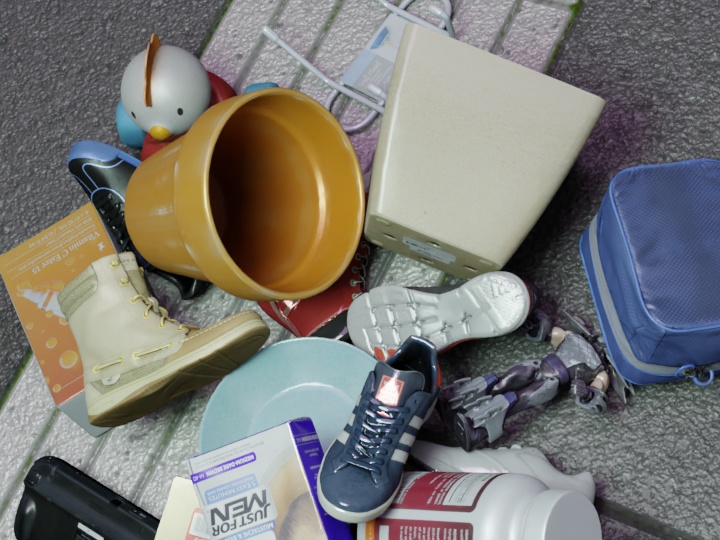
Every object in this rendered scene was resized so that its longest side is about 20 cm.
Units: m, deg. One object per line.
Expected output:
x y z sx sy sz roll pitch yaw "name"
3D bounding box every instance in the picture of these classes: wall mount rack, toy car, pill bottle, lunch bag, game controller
0.001 -0.258 1.695 0.174 0.075 0.200 31 77 27 "wall mount rack"
-0.199 -0.160 1.639 0.184 0.200 0.177 -2 65 17 "toy car"
0.103 0.232 1.343 0.200 0.113 0.113 -5 61 43 "pill bottle"
0.293 0.013 1.443 0.136 0.132 0.200 -5 63 -11 "lunch bag"
-0.264 0.266 1.535 0.200 0.042 0.105 26 112 27 "game controller"

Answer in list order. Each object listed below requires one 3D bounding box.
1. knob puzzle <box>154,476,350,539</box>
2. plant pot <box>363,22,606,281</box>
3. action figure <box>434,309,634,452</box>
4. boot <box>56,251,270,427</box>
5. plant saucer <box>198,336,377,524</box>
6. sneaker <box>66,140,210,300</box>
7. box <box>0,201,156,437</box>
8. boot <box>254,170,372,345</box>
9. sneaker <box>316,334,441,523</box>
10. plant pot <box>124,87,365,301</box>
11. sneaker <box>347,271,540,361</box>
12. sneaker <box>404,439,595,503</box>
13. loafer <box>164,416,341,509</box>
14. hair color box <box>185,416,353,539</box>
-0.118 0.315 1.465 0.219 0.030 0.220 0 84 0 "knob puzzle"
0.098 -0.096 1.500 0.199 0.200 0.177 22 81 1 "plant pot"
0.171 0.101 1.464 0.200 0.069 0.130 -27 41 -13 "action figure"
-0.195 0.045 1.496 0.200 0.073 0.156 -28 66 17 "boot"
-0.052 0.161 1.467 0.201 0.039 0.201 -4 64 8 "plant saucer"
-0.229 -0.051 1.611 0.070 0.200 0.078 -35 23 48 "sneaker"
-0.280 0.051 1.622 0.124 0.098 0.200 -31 61 1 "box"
0.000 0.000 1.583 0.200 0.072 0.144 -44 69 -7 "boot"
0.018 0.132 1.364 0.075 0.085 0.200 18 41 9 "sneaker"
-0.128 -0.066 1.516 0.183 0.200 0.201 -6 60 47 "plant pot"
0.084 0.046 1.496 0.200 0.082 0.077 -8 88 29 "sneaker"
0.128 0.201 1.452 0.200 0.075 0.087 20 51 25 "sneaker"
-0.102 0.196 1.520 0.200 0.070 0.070 -25 54 -2 "loafer"
-0.068 0.243 1.374 0.109 0.065 0.200 -22 82 17 "hair color box"
